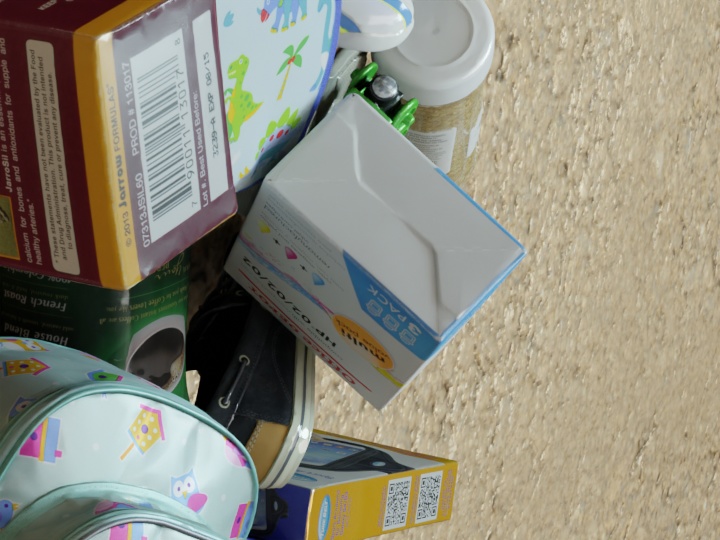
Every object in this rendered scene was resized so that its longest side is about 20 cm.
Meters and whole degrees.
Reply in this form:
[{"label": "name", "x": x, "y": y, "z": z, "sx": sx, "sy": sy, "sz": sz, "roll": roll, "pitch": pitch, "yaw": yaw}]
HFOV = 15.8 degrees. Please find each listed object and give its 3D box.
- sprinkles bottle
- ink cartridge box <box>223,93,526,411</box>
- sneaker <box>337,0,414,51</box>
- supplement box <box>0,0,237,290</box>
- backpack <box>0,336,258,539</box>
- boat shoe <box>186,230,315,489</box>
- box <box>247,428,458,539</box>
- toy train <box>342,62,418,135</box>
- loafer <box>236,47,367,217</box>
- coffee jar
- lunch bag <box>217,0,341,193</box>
[{"label": "sprinkles bottle", "x": 0.038, "y": -0.101, "z": 1.494, "sx": 0.200, "sy": 0.068, "sz": 0.068, "roll": 92, "pitch": 17, "yaw": -73}, {"label": "ink cartridge box", "x": 0.000, "y": 0.000, "z": 1.303, "sx": 0.068, "sy": 0.115, "sz": 0.200, "roll": -46, "pitch": 176, "yaw": -17}, {"label": "sneaker", "x": -0.036, "y": -0.199, "z": 1.247, "sx": 0.105, "sy": 0.200, "sz": 0.076, "roll": -48, "pitch": 178, "yaw": 39}, {"label": "supplement box", "x": -0.159, "y": -0.072, "z": 1.067, "sx": 0.086, "sy": 0.200, "sz": 0.110, "roll": -38, "pitch": 132, "yaw": -50}, {"label": "backpack", "x": -0.135, "y": 0.136, "z": 1.142, "sx": 0.176, "sy": 0.153, "sz": 0.200, "roll": 24, "pitch": 82, "yaw": -43}, {"label": "boat shoe", "x": -0.063, "y": 0.035, "z": 1.384, "sx": 0.200, "sy": 0.062, "sz": 0.075, "roll": -92, "pitch": -153, "yaw": -52}, {"label": "box", "x": -0.042, "y": 0.119, "z": 1.444, "sx": 0.200, "sy": 0.119, "sz": 0.041, "roll": 2, "pitch": 98, "yaw": -63}, {"label": "toy train", "x": -0.010, "y": -0.051, "z": 1.410, "sx": 0.056, "sy": 0.042, "sz": 0.200, "roll": -45, "pitch": 172, "yaw": -20}, {"label": "loafer", "x": -0.048, "y": -0.091, "z": 1.376, "sx": 0.072, "sy": 0.063, "sz": 0.200, "roll": -63, "pitch": 177, "yaw": 25}, {"label": "coffee jar", "x": -0.132, "y": 0.020, "z": 1.274, "sx": 0.104, "sy": 0.085, "sz": 0.200, "roll": -20, "pitch": 116, "yaw": -57}, {"label": "lunch bag", "x": -0.092, "y": -0.116, "z": 1.168, "sx": 0.170, "sy": 0.127, "sz": 0.200, "roll": -34, "pitch": 122, "yaw": -49}]
